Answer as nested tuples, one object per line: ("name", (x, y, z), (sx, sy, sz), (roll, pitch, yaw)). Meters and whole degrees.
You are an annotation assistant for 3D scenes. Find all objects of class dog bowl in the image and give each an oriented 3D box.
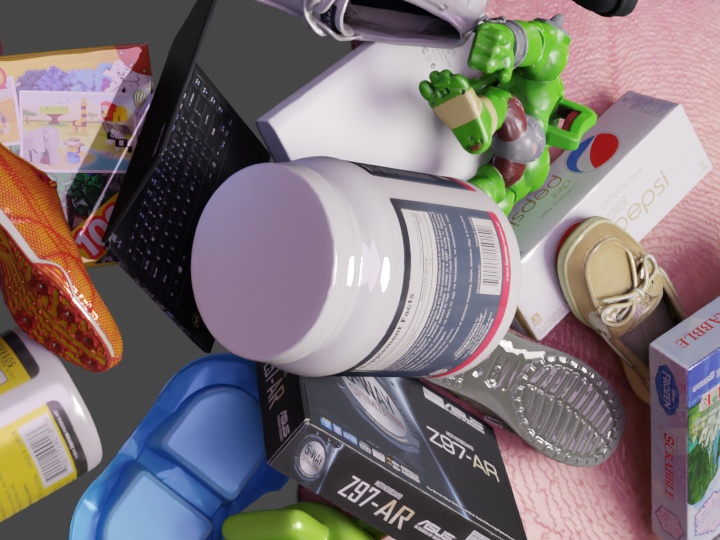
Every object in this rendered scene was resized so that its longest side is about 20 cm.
("dog bowl", (-0.126, 0.150, 1.370), (0.111, 0.050, 0.200), (39, 76, -12))

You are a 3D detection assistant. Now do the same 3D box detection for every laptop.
("laptop", (-0.095, -0.076, 1.290), (0.200, 0.103, 0.178), (51, 43, -41))

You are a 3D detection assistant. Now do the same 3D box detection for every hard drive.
("hard drive", (0.030, -0.105, 1.415), (0.200, 0.026, 0.132), (-38, 113, -25))

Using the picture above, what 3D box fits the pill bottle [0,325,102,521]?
("pill bottle", (-0.281, 0.127, 1.288), (0.199, 0.111, 0.112), (-29, 96, -18))

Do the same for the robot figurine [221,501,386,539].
("robot figurine", (-0.018, 0.238, 1.348), (0.200, 0.115, 0.176), (45, 46, -38))

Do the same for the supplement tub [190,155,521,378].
("supplement tub", (0.000, 0.000, 1.279), (0.199, 0.140, 0.141), (5, 85, -51))

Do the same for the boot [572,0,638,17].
("boot", (0.093, -0.239, 1.398), (0.167, 0.200, 0.077), (-5, 125, -19))

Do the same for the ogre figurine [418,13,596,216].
("ogre figurine", (0.102, -0.098, 1.383), (0.120, 0.098, 0.201), (-36, 124, -43))

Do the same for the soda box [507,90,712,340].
("soda box", (0.168, -0.043, 1.458), (0.200, 0.064, 0.068), (-43, 123, -15))

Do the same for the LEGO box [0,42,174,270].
("LEGO box", (-0.238, -0.069, 1.329), (0.199, 0.077, 0.150), (-8, 90, -18))

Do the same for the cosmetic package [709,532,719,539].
("cosmetic package", (0.320, 0.231, 1.498), (0.199, 0.074, 0.102), (-27, 97, -16))

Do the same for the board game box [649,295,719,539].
("board game box", (0.299, 0.087, 1.443), (0.200, 0.041, 0.200), (-32, 136, -23))

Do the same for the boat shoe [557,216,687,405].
("boat shoe", (0.211, 0.039, 1.437), (0.073, 0.063, 0.201), (-43, 128, -14))

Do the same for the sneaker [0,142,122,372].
("sneaker", (-0.210, -0.024, 1.256), (0.077, 0.073, 0.200), (-41, 100, -42))

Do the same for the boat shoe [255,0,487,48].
("boat shoe", (-0.012, -0.197, 1.371), (0.199, 0.074, 0.066), (7, 52, 17))

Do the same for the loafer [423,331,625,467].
("loafer", (0.109, 0.077, 1.436), (0.200, 0.070, 0.075), (33, 90, -17))

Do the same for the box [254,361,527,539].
("box", (0.019, 0.121, 1.348), (0.200, 0.160, 0.044), (33, 111, -22))
